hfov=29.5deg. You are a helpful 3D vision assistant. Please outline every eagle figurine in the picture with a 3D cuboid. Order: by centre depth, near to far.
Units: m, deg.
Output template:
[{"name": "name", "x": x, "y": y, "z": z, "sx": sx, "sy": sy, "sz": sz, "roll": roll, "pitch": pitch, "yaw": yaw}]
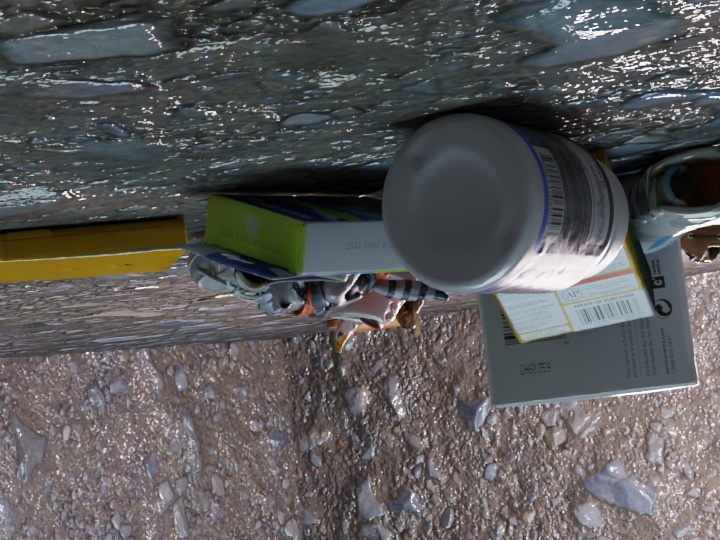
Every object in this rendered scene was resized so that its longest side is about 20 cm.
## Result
[{"name": "eagle figurine", "x": -0.019, "y": 0.024, "z": 1.652, "sx": 0.198, "sy": 0.152, "sz": 0.153, "roll": 22, "pitch": 134, "yaw": 8}]

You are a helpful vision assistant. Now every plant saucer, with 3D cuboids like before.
[{"name": "plant saucer", "x": 0.019, "y": 0.127, "z": 3.294, "sx": 0.197, "sy": 0.033, "sz": 0.200, "roll": -7, "pitch": 174, "yaw": -1}]

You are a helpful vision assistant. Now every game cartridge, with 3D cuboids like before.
[{"name": "game cartridge", "x": -0.264, "y": -0.016, "z": 1.237, "sx": 0.197, "sy": 0.033, "sz": 0.176, "roll": -3, "pitch": 174, "yaw": -15}]

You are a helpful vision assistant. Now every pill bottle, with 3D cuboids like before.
[{"name": "pill bottle", "x": 0.108, "y": -0.041, "z": 0.937, "sx": 0.113, "sy": 0.115, "sz": 0.199, "roll": -9, "pitch": 174, "yaw": 29}]

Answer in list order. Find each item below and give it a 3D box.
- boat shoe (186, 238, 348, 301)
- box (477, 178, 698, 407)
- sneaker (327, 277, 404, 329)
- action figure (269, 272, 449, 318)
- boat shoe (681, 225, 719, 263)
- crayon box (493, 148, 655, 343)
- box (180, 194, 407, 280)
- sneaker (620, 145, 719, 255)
[{"name": "boat shoe", "x": -0.089, "y": -0.005, "z": 1.293, "sx": 0.200, "sy": 0.066, "sz": 0.074, "roll": -12, "pitch": 158, "yaw": 36}, {"name": "box", "x": 0.217, "y": 0.023, "z": 1.328, "sx": 0.197, "sy": 0.202, "sz": 0.131, "roll": -8, "pitch": 176, "yaw": 12}, {"name": "sneaker", "x": 0.044, "y": 0.011, "z": 1.525, "sx": 0.198, "sy": 0.106, "sz": 0.075, "roll": -6, "pitch": 173, "yaw": -20}, {"name": "action figure", "x": 0.000, "y": 0.000, "z": 1.370, "sx": 0.191, "sy": 0.106, "sz": 0.200, "roll": -14, "pitch": 179, "yaw": -21}, {"name": "boat shoe", "x": 0.398, "y": -0.042, "z": 1.602, "sx": 0.198, "sy": 0.069, "sz": 0.072, "roll": -9, "pitch": 176, "yaw": 35}, {"name": "crayon box", "x": 0.161, "y": -0.025, "z": 1.132, "sx": 0.124, "sy": 0.052, "sz": 0.201, "roll": -13, "pitch": 140, "yaw": 18}, {"name": "box", "x": -0.029, "y": -0.029, "z": 1.090, "sx": 0.198, "sy": 0.048, "sz": 0.121, "roll": -3, "pitch": -166, "yaw": -44}, {"name": "sneaker", "x": 0.265, "y": -0.065, "z": 1.180, "sx": 0.080, "sy": 0.078, "sz": 0.199, "roll": 9, "pitch": 160, "yaw": -40}]
